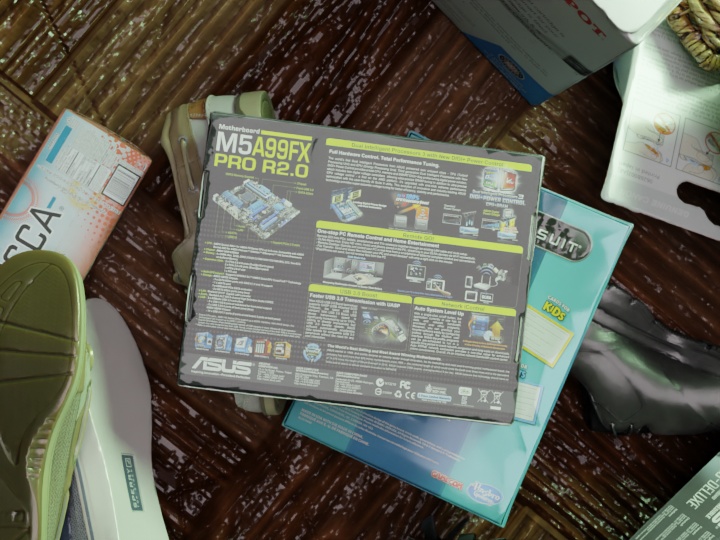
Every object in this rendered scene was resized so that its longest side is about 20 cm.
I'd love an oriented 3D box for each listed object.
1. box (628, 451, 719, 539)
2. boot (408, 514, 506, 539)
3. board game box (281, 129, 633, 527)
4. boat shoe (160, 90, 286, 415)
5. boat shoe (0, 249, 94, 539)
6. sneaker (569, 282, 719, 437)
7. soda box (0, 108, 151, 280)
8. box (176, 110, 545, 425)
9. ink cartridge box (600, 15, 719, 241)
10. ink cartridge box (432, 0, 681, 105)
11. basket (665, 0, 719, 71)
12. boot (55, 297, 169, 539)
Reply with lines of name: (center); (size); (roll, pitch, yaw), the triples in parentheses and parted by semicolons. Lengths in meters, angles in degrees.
box: (0.224, 0.209, 0.911); (0.200, 0.050, 0.158); (-40, 127, -13)
boot: (0.075, 0.246, 0.851); (0.073, 0.162, 0.199); (-6, 85, -33)
board game box: (0.061, 0.036, 0.905); (0.150, 0.047, 0.201); (24, 89, 9)
boat shoe: (-0.082, -0.009, 0.906); (0.068, 0.075, 0.201); (-5, 88, 8)
boat shoe: (-0.190, 0.090, 0.822); (0.073, 0.063, 0.202); (3, 84, 6)
sneaker: (0.195, 0.077, 0.951); (0.199, 0.076, 0.091); (29, 88, 2)
soda box: (-0.203, 0.004, 0.879); (0.063, 0.068, 0.201); (31, 81, -9)
box: (0.000, 0.000, 0.850); (0.199, 0.044, 0.161); (7, 86, -4)
ink cartridge box: (0.242, -0.105, 0.956); (0.161, 0.050, 0.201); (19, 72, -9)
ink cartridge box: (0.112, -0.194, 0.881); (0.084, 0.200, 0.145); (-45, 95, -9)
basket: (0.259, -0.245, 0.951); (0.149, 0.142, 0.201); (-36, 73, 30)
boot: (-0.176, 0.121, 0.877); (0.090, 0.073, 0.201); (-22, 65, 23)
